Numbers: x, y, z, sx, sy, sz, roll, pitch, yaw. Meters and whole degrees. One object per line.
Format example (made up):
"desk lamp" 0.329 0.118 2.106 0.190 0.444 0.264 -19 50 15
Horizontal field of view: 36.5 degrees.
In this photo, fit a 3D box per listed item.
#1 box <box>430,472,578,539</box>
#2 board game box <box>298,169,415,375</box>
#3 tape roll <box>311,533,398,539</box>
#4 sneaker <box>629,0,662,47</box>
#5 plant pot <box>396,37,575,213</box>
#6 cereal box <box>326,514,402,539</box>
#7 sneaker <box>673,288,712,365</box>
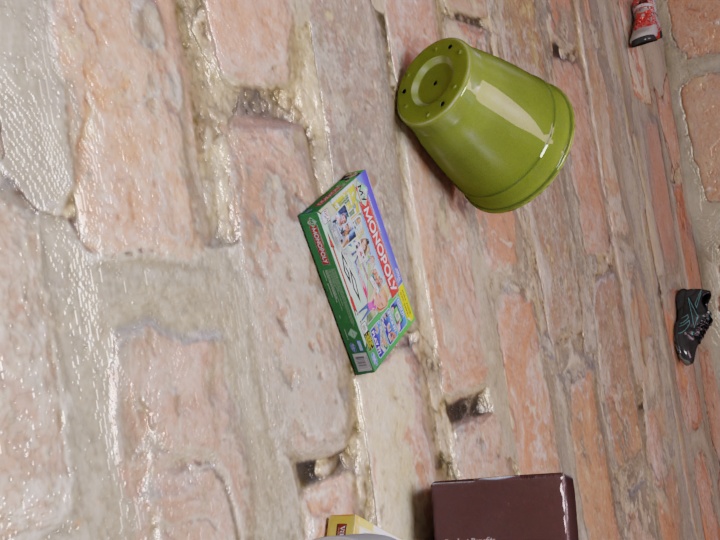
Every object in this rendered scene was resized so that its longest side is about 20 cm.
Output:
"box" 0.184 0.356 1.333 0.164 0.163 0.204 37 49 -71
"board game box" 0.000 0.000 1.284 0.135 0.029 0.203 -46 121 -54
"tape roll" -0.006 0.347 1.003 0.066 0.198 0.204 16 68 -56
"sneaker" 0.663 -0.589 2.568 0.201 0.066 0.110 -34 110 -62
"plant pot" 0.155 -0.211 1.477 0.192 0.198 0.204 30 56 -39
"cereal box" 0.022 0.367 1.206 0.200 0.039 0.146 42 46 -49
"sneaker" 0.779 0.126 2.555 0.075 0.078 0.203 45 46 -45
